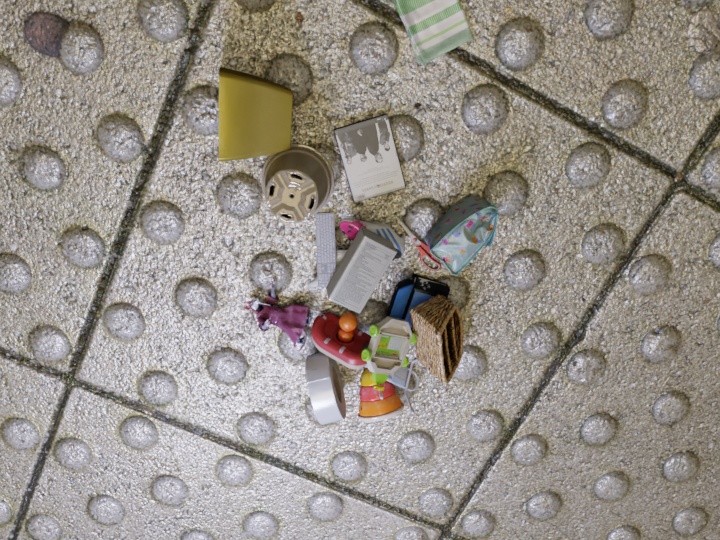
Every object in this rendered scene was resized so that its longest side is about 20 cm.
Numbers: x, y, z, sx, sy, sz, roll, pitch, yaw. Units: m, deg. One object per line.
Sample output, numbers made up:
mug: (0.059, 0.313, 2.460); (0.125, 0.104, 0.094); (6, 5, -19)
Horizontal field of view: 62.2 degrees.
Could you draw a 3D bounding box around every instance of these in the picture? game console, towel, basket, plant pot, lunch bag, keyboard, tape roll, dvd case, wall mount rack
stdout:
game console: (0.152, 0.127, 1.693); (0.173, 0.117, 0.202); (16, 110, -6)
towel: (0.174, -0.632, 1.467); (0.151, 0.023, 0.202); (-25, 108, 7)
basket: (0.240, 0.189, 1.673); (0.141, 0.149, 0.202); (-24, 123, -20)
plant pot: (-0.169, -0.209, 1.530); (0.197, 0.184, 0.203); (0, 111, 0)
plant pot: (-0.261, -0.382, 1.470); (0.174, 0.200, 0.203); (1, 111, -12)
lunch bag: (0.275, -0.106, 1.579); (0.122, 0.171, 0.200); (42, 100, -11)
keyboard: (-0.094, -0.056, 1.637); (0.055, 0.011, 0.203); (-2, 89, 11)
tape roll: (-0.099, 0.335, 1.720); (0.070, 0.203, 0.205); (-13, 110, 5)
dvd case: (0.026, -0.296, 1.586); (0.148, 0.025, 0.203); (-15, 110, 4)
wall mount rack: (0.105, 0.314, 1.729); (0.198, 0.176, 0.074); (29, 149, -23)

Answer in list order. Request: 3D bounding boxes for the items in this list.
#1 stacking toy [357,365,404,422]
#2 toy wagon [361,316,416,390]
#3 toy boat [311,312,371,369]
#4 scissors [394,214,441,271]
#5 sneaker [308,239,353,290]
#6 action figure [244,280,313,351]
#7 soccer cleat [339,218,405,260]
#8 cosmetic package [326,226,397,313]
stacking toy: (0.043, 0.338, 1.783); (0.144, 0.146, 0.203); (-13, 91, 4)
toy wagon: (0.070, 0.229, 1.637); (0.154, 0.039, 0.203); (15, 96, -38)
toy boat: (-0.043, 0.175, 1.674); (0.198, 0.130, 0.132); (26, 124, 21)
scissors: (0.156, -0.073, 1.674); (0.199, 0.014, 0.073); (34, 107, -13)
sneaker: (-0.068, -0.014, 1.670); (0.199, 0.075, 0.082); (-33, 94, 8)
action figure: (-0.237, 0.127, 1.717); (0.197, 0.135, 0.149); (19, 152, 5)
soccer cleat: (0.036, -0.103, 1.632); (0.198, 0.087, 0.070); (28, 150, -16)
cosmetic package: (0.000, 0.000, 1.576); (0.103, 0.073, 0.201); (26, 108, -19)
